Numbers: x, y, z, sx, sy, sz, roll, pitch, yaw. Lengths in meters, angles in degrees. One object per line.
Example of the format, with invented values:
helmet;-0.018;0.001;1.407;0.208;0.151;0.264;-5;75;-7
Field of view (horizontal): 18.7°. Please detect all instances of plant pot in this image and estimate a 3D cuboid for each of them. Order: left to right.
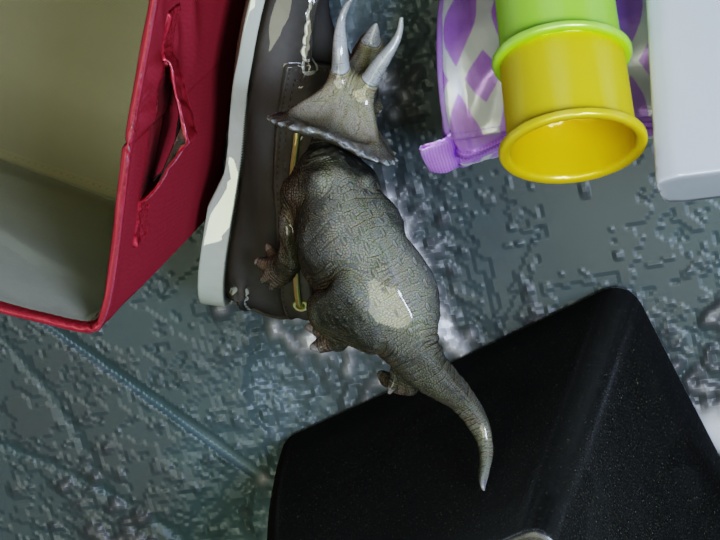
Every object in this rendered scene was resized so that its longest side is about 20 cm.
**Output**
plant pot;0.069;0.159;0.984;0.198;0.178;0.201;-25;102;21

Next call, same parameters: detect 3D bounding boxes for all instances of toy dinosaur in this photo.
toy dinosaur;0.000;0.000;0.920;0.076;0.102;0.202;-13;72;-8

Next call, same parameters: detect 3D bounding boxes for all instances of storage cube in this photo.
storage cube;-0.150;-0.098;0.950;0.198;0.180;0.172;14;111;8

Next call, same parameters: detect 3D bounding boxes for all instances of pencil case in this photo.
pencil case;0.128;-0.085;0.935;0.198;0.084;0.086;-2;67;16

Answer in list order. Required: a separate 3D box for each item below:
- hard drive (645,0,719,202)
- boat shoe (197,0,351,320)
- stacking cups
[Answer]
hard drive;0.179;-0.129;0.873;0.131;0.027;0.202;-7;65;16
boat shoe;-0.028;-0.071;0.990;0.060;0.072;0.203;14;118;4
stacking cups;0.075;-0.136;0.898;0.060;0.061;0.202;-14;63;18
